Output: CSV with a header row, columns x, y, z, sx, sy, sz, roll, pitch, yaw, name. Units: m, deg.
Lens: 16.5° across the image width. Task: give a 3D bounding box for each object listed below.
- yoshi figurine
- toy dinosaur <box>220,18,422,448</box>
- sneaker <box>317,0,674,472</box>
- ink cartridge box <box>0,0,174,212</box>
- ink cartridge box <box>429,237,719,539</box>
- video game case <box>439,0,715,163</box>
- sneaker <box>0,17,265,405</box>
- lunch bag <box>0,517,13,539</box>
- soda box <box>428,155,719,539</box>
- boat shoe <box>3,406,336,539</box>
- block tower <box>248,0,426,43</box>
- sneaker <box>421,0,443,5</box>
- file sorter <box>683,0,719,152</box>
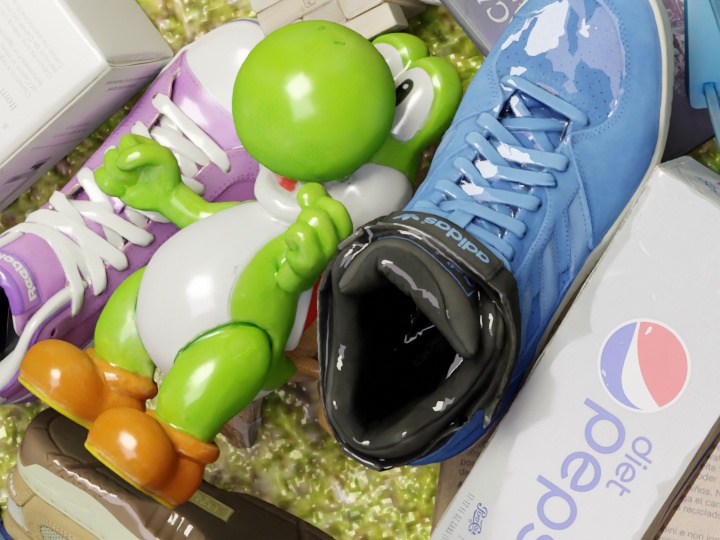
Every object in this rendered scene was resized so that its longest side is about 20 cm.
x,y,z,sx,sy,sz,roll,pitch,yaw,name
-0.046,-0.018,0.931,0.112,0.112,0.200,39,88,-3,yoshi figurine
0.000,0.000,1.006,0.106,0.060,0.201,35,104,11,toy dinosaur
0.047,-0.018,0.888,0.076,0.111,0.201,30,102,13,sneaker
-0.203,-0.082,1.043,0.200,0.083,0.147,-39,85,17,ink cartridge box
0.135,0.068,0.966,0.199,0.075,0.166,11,98,16,ink cartridge box
0.134,-0.130,0.939,0.199,0.019,0.143,-34,115,17,video game case
-0.100,-0.017,1.006,0.073,0.114,0.201,41,104,10,sneaker
-0.257,0.157,1.050,0.199,0.150,0.095,-26,89,17,lunch bag
0.090,0.060,0.906,0.068,0.063,0.201,32,104,11,soda box
-0.063,0.136,1.043,0.199,0.072,0.076,33,120,14,boat shoe
-0.041,-0.176,0.995,0.054,0.058,0.201,-26,83,20,block tower
0.064,-0.193,0.941,0.082,0.077,0.201,32,108,52,sneaker
0.186,-0.133,0.856,0.138,0.123,0.201,-4,117,2,file sorter
